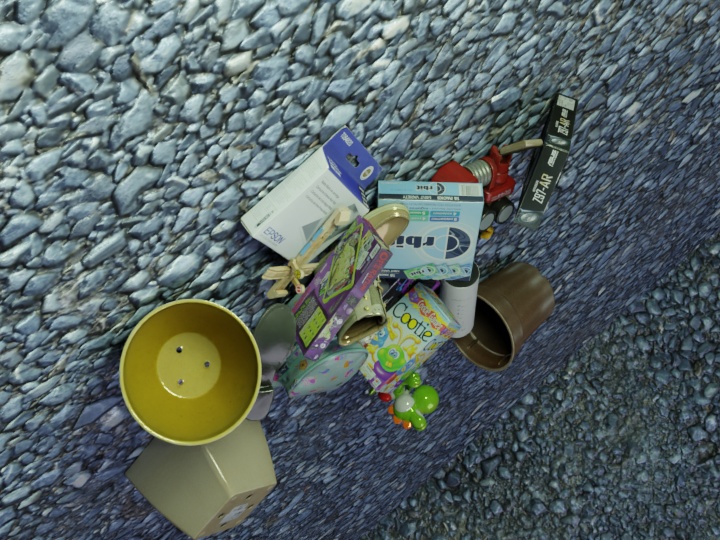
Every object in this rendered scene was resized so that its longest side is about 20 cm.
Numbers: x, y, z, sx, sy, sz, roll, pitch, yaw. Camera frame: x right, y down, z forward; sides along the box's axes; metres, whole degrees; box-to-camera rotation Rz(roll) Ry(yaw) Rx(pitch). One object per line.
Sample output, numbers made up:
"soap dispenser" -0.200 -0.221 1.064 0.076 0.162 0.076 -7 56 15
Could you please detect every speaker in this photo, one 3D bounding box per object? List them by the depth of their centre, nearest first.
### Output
"speaker" 0.206 0.058 2.086 0.081 0.081 0.201 -31 150 -17

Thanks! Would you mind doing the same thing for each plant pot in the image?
"plant pot" -0.250 0.144 1.447 0.199 0.202 0.142 -34 -175 -11
"plant pot" -0.272 0.370 1.818 0.201 0.178 0.199 -49 156 22
"plant pot" 0.325 0.091 2.246 0.197 0.200 0.202 -33 159 -35

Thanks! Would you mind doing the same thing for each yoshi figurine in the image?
"yoshi figurine" 0.097 0.249 2.145 0.112 0.201 0.112 -50 155 26

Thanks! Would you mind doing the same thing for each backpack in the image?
"backpack" -0.071 0.114 1.692 0.174 0.154 0.201 1 132 -50

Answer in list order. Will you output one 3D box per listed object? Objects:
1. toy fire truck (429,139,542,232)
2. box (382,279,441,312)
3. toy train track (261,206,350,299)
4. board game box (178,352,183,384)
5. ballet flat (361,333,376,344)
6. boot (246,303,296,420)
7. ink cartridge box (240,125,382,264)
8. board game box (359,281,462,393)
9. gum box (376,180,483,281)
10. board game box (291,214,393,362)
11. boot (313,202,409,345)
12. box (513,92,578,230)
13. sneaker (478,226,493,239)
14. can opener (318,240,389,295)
"toy fire truck" 0.209 -0.158 1.678 0.174 0.129 0.202 -22 141 -35
"box" 0.070 0.054 1.952 0.143 0.036 0.199 -46 159 12
"toy train track" -0.075 -0.016 1.482 0.114 0.033 0.200 -7 145 -51
"board game box" -0.301 0.212 1.638 0.095 0.030 0.201 -35 146 -11
"ballet flat" -0.010 0.125 1.849 0.063 0.077 0.200 -16 173 -20
"boot" -0.173 0.123 1.558 0.068 0.174 0.203 15 102 -24
"ink cartridge box" -0.056 -0.100 1.447 0.200 0.041 0.199 -42 158 5
"board game box" 0.086 0.135 1.939 0.200 0.103 0.105 -44 161 8
"gum box" 0.107 -0.062 1.624 0.166 0.045 0.202 1 141 0
"board game box" -0.035 0.025 1.483 0.032 0.120 0.201 28 105 -33
"boot" 0.018 0.007 1.530 0.200 0.156 0.072 -41 137 25
"box" 0.322 -0.190 1.704 0.201 0.043 0.162 -66 174 -52
"sneaker" 0.162 -0.058 1.822 0.198 0.083 0.078 -31 157 -20
"can opener" 0.000 0.000 1.692 0.053 0.067 0.199 -43 158 12
